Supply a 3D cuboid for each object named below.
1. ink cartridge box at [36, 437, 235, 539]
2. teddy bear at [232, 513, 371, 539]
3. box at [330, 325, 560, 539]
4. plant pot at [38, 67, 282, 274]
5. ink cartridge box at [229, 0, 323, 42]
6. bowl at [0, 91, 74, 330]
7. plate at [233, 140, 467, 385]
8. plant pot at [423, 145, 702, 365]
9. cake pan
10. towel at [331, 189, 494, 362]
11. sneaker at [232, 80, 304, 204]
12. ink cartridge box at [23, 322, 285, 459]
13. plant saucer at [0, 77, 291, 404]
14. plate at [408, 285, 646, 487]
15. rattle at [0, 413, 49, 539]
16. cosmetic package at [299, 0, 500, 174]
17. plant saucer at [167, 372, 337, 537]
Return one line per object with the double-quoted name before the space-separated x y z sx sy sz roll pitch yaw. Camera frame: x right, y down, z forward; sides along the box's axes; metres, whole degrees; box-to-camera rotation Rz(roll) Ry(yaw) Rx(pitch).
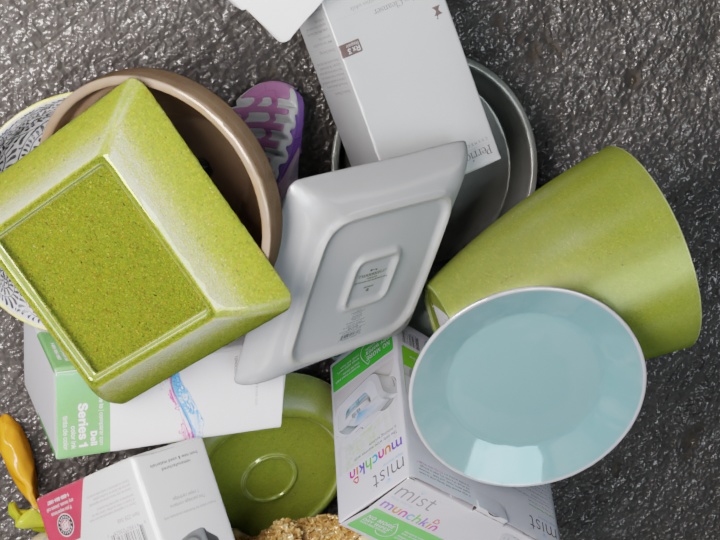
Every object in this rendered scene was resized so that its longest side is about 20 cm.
"ink cartridge box" -0.170 0.256 1.226 0.085 0.147 0.203 -14 82 -50
"teddy bear" -0.059 0.253 1.372 0.198 0.068 0.144 -23 169 28
"box" 0.078 0.171 1.353 0.199 0.178 0.096 30 128 -33
"plant pot" -0.139 -0.064 1.131 0.198 0.093 0.204 11 118 20
"ink cartridge box" -0.102 -0.289 1.181 0.200 0.067 0.116 42 91 -17
"bowl" -0.233 -0.060 1.223 0.198 0.094 0.204 -9 114 -20
"plate" 0.000 0.000 1.204 0.198 0.032 0.202 -18 138 -42
"plant pot" 0.161 0.016 1.290 0.198 0.187 0.189 -22 117 -9
"cake pan" 0.063 -0.094 1.342 0.197 0.037 0.204 -1 93 -19
"towel" 0.086 0.039 1.429 0.170 0.048 0.201 33 95 -29
"sneaker" -0.081 -0.061 1.300 0.088 0.080 0.203 11 90 -52
"ink cartridge box" -0.177 0.080 1.273 0.197 0.145 0.085 -6 113 -22
"plant saucer" -0.181 -0.005 1.091 0.198 0.048 0.201 -29 102 31
"plate" 0.137 0.094 1.233 0.197 0.026 0.203 -2 122 -3
"rattle" -0.345 0.249 1.315 0.199 0.131 0.143 -32 111 22
"cosmetic package" 0.028 -0.166 1.265 0.112 0.081 0.202 -26 99 -17
"plant saucer" -0.089 0.187 1.399 0.197 0.031 0.202 -13 125 -18
